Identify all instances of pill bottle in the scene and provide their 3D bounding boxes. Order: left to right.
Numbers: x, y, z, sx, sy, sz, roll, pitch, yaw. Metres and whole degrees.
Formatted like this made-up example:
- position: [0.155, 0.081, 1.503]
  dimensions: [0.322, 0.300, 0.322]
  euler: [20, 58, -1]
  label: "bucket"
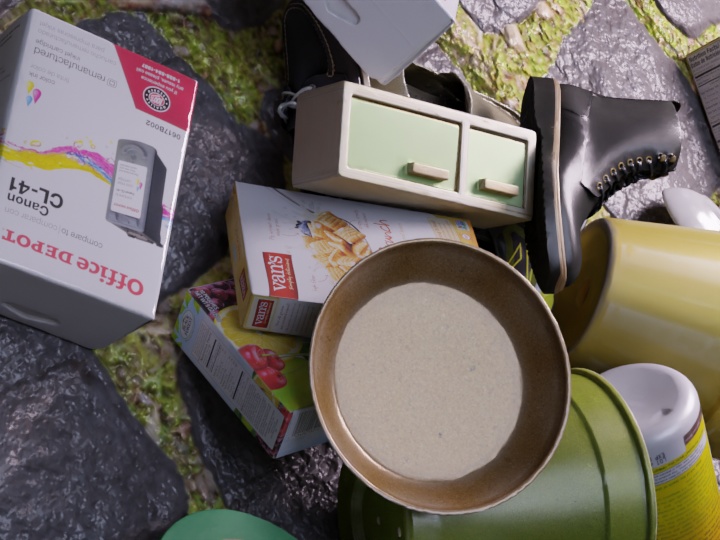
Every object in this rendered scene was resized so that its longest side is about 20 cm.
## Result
- position: [0.240, 0.184, 1.572]
  dimensions: [0.109, 0.109, 0.201]
  euler: [-47, 131, -38]
  label: "pill bottle"

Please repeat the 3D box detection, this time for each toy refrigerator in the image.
- position: [0.047, -0.089, 1.513]
  dimensions: [0.199, 0.070, 0.077]
  euler: [12, 77, -37]
  label: "toy refrigerator"

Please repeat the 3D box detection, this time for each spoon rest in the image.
- position: [0.344, 0.002, 1.781]
  dimensions: [0.200, 0.061, 0.099]
  euler: [45, 18, -12]
  label: "spoon rest"

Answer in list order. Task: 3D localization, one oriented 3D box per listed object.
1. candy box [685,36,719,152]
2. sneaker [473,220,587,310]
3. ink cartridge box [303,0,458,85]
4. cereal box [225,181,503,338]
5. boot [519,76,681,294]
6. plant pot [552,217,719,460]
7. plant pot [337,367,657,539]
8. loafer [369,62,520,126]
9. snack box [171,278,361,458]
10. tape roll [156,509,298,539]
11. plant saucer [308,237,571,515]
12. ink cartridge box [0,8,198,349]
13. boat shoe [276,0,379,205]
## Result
- position: [0.407, -0.136, 1.884]
  dimensions: [0.115, 0.055, 0.201]
  euler: [-13, 81, -39]
  label: "candy box"
- position: [0.137, -0.036, 1.621]
  dimensions: [0.084, 0.074, 0.201]
  euler: [27, 68, -24]
  label: "sneaker"
- position: [0.008, -0.254, 1.553]
  dimensions: [0.147, 0.086, 0.200]
  euler: [48, 17, -13]
  label: "ink cartridge box"
- position: [0.000, 0.000, 1.457]
  dimensions: [0.198, 0.040, 0.144]
  euler: [9, 35, -17]
  label: "cereal box"
- position: [0.207, -0.072, 1.578]
  dimensions: [0.137, 0.078, 0.201]
  euler: [5, 62, -7]
  label: "boot"
- position: [0.269, 0.044, 1.641]
  dimensions: [0.188, 0.201, 0.202]
  euler: [18, 62, -12]
  label: "plant pot"
- position: [0.092, 0.181, 1.459]
  dimensions: [0.191, 0.200, 0.202]
  euler: [-3, 75, -25]
  label: "plant pot"
- position: [0.079, -0.126, 1.623]
  dimensions: [0.199, 0.068, 0.076]
  euler: [13, 66, -37]
  label: "loafer"
- position: [-0.022, 0.056, 1.452]
  dimensions: [0.199, 0.053, 0.142]
  euler: [-13, 48, -39]
  label: "snack box"
- position: [-0.076, 0.263, 1.331]
  dimensions: [0.200, 0.048, 0.201]
  euler: [31, 33, -23]
  label: "tape roll"
- position: [0.054, 0.078, 1.374]
  dimensions: [0.199, 0.035, 0.202]
  euler: [4, 74, -16]
  label: "plant saucer"
- position: [-0.210, -0.065, 1.378]
  dimensions: [0.147, 0.085, 0.201]
  euler: [22, 60, -29]
  label: "ink cartridge box"
- position: [-0.033, -0.128, 1.542]
  dimensions: [0.062, 0.072, 0.202]
  euler: [-11, 85, -41]
  label: "boat shoe"
